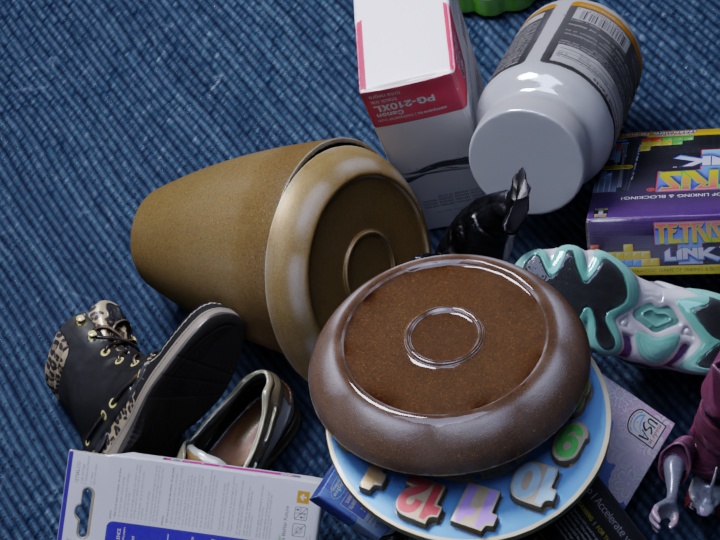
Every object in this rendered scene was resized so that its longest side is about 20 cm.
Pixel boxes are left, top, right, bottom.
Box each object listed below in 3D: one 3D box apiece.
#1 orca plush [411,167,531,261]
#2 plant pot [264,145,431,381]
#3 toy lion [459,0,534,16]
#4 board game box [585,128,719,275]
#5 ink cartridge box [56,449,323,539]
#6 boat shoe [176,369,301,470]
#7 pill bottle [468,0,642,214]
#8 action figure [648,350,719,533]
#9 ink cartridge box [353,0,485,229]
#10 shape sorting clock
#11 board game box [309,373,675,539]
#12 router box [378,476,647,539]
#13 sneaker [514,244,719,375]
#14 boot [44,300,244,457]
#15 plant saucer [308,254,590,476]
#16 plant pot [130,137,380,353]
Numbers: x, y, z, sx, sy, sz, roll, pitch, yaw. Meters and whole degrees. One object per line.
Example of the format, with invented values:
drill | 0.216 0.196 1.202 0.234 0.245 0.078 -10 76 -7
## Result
orca plush | 0.079 -0.001 1.259 0.071 0.200 0.106 -8 75 -17
plant pot | 0.000 0.000 1.288 0.027 0.200 0.201 4 55 39
toy lion | 0.141 -0.346 1.583 0.200 0.069 0.192 -36 61 -11
board game box | 0.290 -0.059 1.297 0.199 0.057 0.165 -2 27 14
ink cartridge box | -0.130 0.195 1.229 0.199 0.037 0.095 8 90 -3
boat shoe | -0.123 0.166 1.286 0.075 0.068 0.200 21 65 24
pill bottle | 0.160 -0.136 1.320 0.116 0.117 0.200 6 35 19
action figure | 0.263 0.103 1.149 0.133 0.200 0.149 1 46 -15
ink cartridge box | 0.059 -0.151 1.377 0.084 0.200 0.145 -11 54 11
shape sorting clock | 0.074 0.100 1.113 0.199 0.039 0.201 -4 56 6
board game box | 0.099 0.142 1.185 0.199 0.043 0.200 34 75 -2
router box | 0.132 0.223 1.125 0.149 0.051 0.200 -36 86 -15
sneaker | 0.200 0.039 1.247 0.199 0.140 0.078 20 84 -5
boot | -0.186 0.077 1.327 0.151 0.073 0.200 50 118 40
plant saucer | 0.060 0.054 1.111 0.199 0.032 0.201 -5 44 5
plant pot | -0.092 -0.021 1.360 0.199 0.187 0.187 5 56 37
